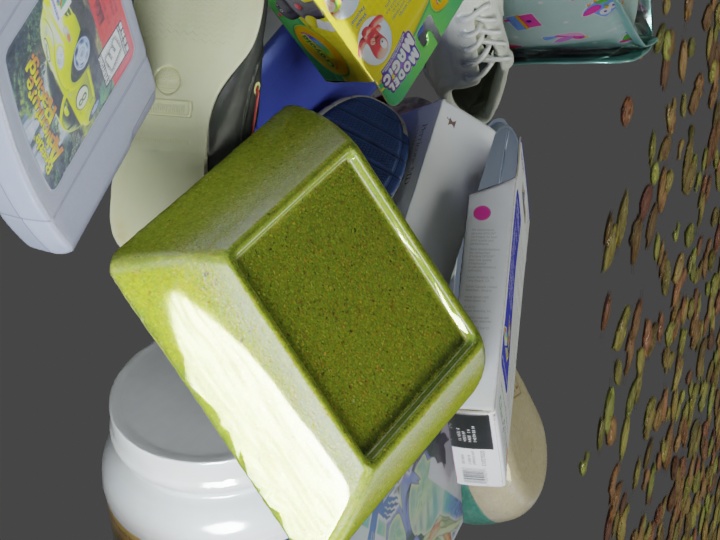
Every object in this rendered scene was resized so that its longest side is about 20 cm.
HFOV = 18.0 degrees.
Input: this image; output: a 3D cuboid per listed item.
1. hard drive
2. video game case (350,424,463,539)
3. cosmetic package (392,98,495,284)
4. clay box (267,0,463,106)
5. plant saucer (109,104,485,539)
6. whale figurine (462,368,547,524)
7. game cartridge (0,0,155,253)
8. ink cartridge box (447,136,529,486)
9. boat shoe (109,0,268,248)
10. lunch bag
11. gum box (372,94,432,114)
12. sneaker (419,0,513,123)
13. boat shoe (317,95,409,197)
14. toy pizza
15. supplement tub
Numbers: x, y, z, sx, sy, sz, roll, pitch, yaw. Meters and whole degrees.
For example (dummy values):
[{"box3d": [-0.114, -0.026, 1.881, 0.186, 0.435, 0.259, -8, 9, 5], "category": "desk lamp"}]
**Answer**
[{"box3d": [-0.026, -0.133, 1.427, 0.200, 0.025, 0.132, -52, 154, -28], "category": "hard drive"}, {"box3d": [0.016, 0.147, 1.335, 0.200, 0.022, 0.183, -60, 152, -46], "category": "video game case"}, {"box3d": [0.000, 0.000, 1.466, 0.052, 0.151, 0.201, 28, 68, -25], "category": "cosmetic package"}, {"box3d": [-0.017, -0.201, 1.341, 0.200, 0.047, 0.115, 53, 58, -36], "category": "clay box"}, {"box3d": [-0.015, 0.024, 1.230, 0.200, 0.048, 0.200, 56, 40, -10], "category": "plant saucer"}, {"box3d": [0.079, 0.110, 1.859, 0.159, 0.103, 0.201, -26, 100, -66], "category": "whale figurine"}, {"box3d": [-0.158, -0.109, 1.135, 0.201, 0.041, 0.133, 77, 33, -48], "category": "game cartridge"}, {"box3d": [0.081, 0.024, 1.414, 0.095, 0.037, 0.201, 78, 19, -56], "category": "ink cartridge box"}, {"box3d": [-0.092, -0.104, 1.272, 0.063, 0.073, 0.203, 1, 101, -75], "category": "boat shoe"}, {"box3d": [0.124, -0.211, 1.673, 0.200, 0.169, 0.123, 54, 36, -64], "category": "lunch bag"}, {"box3d": [0.027, -0.018, 1.653, 0.114, 0.066, 0.201, 57, 45, -65], "category": "gum box"}, {"box3d": [0.077, -0.166, 1.544, 0.071, 0.073, 0.200, 60, -6, 22], "category": "sneaker"}, {"box3d": [-0.035, -0.023, 1.410, 0.201, 0.072, 0.072, -59, 179, -31], "category": "boat shoe"}, {"box3d": [0.080, -0.013, 1.659, 0.200, 0.032, 0.202, 9, 90, -73], "category": "toy pizza"}, {"box3d": [-0.074, 0.145, 1.331, 0.145, 0.144, 0.201, -59, 152, -46], "category": "supplement tub"}]
